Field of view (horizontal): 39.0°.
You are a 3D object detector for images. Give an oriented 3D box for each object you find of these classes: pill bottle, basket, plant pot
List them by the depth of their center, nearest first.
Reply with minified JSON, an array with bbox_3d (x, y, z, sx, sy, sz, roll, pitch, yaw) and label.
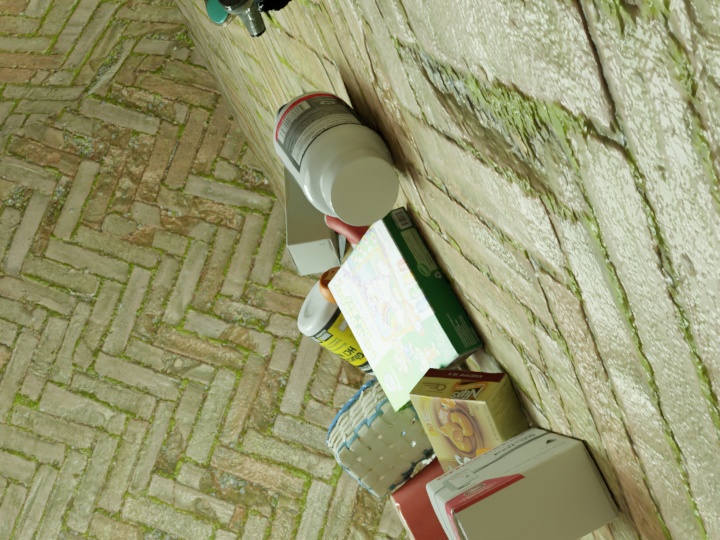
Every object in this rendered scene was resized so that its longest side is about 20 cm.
[{"bbox_3d":[-0.027,-0.129,1.186,0.111,0.110,0.200,66,174,-33],"label":"pill bottle"},{"bbox_3d":[0.149,0.334,1.414,0.201,0.176,0.201,62,174,11],"label":"plant pot"},{"bbox_3d":[0.034,0.233,1.486,0.139,0.176,0.200,41,-170,-12],"label":"basket"},{"bbox_3d":[0.007,0.098,1.645,0.199,0.113,0.112,33,-175,-20],"label":"pill bottle"}]

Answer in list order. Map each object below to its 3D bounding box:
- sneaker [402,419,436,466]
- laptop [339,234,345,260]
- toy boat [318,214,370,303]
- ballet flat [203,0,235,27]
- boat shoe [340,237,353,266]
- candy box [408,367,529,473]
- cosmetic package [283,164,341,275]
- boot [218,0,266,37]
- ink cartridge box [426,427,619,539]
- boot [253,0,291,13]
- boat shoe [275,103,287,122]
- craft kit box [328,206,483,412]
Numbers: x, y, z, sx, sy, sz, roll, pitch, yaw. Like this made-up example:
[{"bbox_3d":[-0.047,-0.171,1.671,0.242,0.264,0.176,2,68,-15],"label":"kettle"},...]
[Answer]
[{"bbox_3d":[0.113,0.295,1.670,0.201,0.089,0.075,-93,16,-45],"label":"sneaker"},{"bbox_3d":[0.030,0.000,1.808,0.200,0.116,0.188,-20,99,56],"label":"laptop"},{"bbox_3d":[0.000,0.000,1.445,0.201,0.130,0.131,64,174,-13],"label":"toy boat"},{"bbox_3d":[-0.257,-0.503,1.888,0.065,0.070,0.201,29,-155,-45],"label":"ballet flat"},{"bbox_3d":[0.001,-0.026,1.600,0.201,0.076,0.072,61,175,17],"label":"boat shoe"},{"bbox_3d":[0.147,0.212,1.207,0.115,0.055,0.201,1,126,43],"label":"candy box"},{"bbox_3d":[-0.079,-0.106,1.631,0.104,0.072,0.201,72,-168,-59],"label":"cosmetic package"},{"bbox_3d":[-0.173,-0.407,1.536,0.131,0.067,0.201,61,-176,-42],"label":"boot"},{"bbox_3d":[0.154,0.233,1.034,0.083,0.146,0.200,63,174,3],"label":"ink cartridge box"},{"bbox_3d":[-0.134,-0.383,1.208,0.163,0.073,0.198,60,174,-2],"label":"boot"},{"bbox_3d":[-0.076,-0.201,1.570,0.066,0.069,0.201,98,151,-51],"label":"boat shoe"},{"bbox_3d":[0.050,0.053,1.288,0.201,0.048,0.198,61,151,16],"label":"craft kit box"}]
